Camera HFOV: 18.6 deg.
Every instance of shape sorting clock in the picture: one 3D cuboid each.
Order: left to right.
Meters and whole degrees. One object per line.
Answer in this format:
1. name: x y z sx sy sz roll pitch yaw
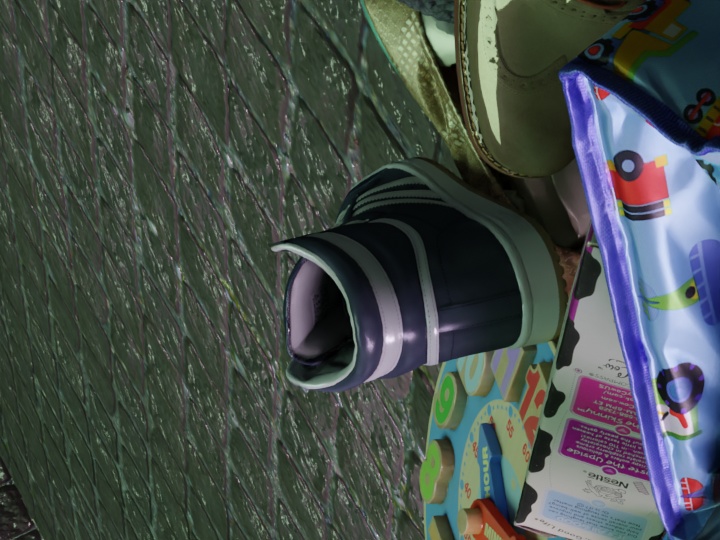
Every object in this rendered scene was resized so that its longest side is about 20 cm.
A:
1. shape sorting clock: 0.062 0.111 0.978 0.200 0.039 0.202 -176 90 -69

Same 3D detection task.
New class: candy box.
1. candy box: 0.111 0.001 0.816 0.061 0.137 0.201 16 146 7

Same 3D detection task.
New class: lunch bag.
1. lunch bag: 0.145 -0.005 0.667 0.094 0.150 0.201 28 143 35

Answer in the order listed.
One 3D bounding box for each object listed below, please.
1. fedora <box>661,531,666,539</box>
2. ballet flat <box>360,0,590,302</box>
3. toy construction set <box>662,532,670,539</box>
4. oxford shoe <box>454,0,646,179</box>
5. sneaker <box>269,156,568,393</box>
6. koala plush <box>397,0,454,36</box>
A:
1. fedora: 0.136 0.156 1.001 0.201 0.090 0.177 66 162 2
2. ballet flat: 0.063 -0.080 0.990 0.065 0.070 0.201 -29 90 53
3. toy construction set: 0.173 0.144 0.847 0.093 0.130 0.201 -76 -12 -45
4. oxford shoe: 0.077 -0.118 0.760 0.075 0.070 0.202 -107 25 -65
5. sneaker: 0.000 0.000 0.957 0.200 0.108 0.071 -156 55 -66
6. koala plush: 0.027 -0.177 0.863 0.200 0.184 0.177 50 154 -16
